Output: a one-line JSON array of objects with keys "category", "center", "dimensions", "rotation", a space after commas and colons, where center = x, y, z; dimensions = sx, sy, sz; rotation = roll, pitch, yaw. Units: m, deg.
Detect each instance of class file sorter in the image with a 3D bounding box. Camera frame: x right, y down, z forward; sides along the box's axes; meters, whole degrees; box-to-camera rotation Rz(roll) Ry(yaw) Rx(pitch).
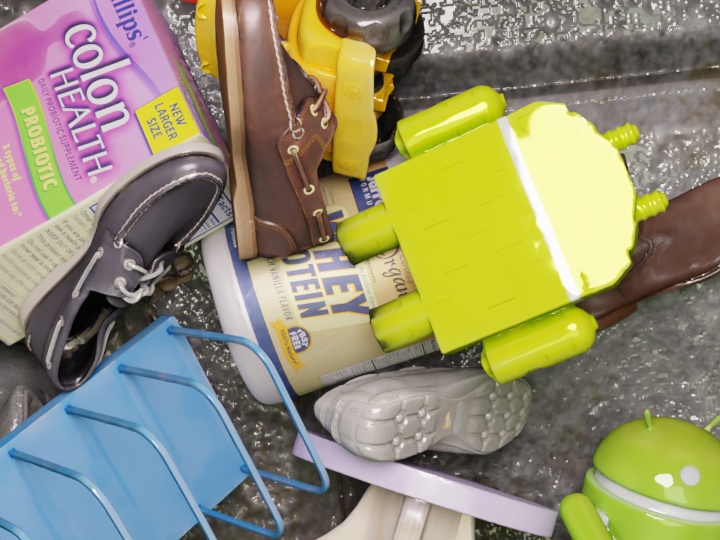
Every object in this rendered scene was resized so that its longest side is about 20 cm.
[{"category": "file sorter", "center": [-0.137, 0.145, 0.771], "dimensions": [0.200, 0.122, 0.139], "rotation": [-40, 118, -33]}]

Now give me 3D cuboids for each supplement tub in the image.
[{"category": "supplement tub", "center": [0.000, 0.000, 0.856], "dimensions": [0.199, 0.144, 0.145], "rotation": [-19, 98, 1]}]

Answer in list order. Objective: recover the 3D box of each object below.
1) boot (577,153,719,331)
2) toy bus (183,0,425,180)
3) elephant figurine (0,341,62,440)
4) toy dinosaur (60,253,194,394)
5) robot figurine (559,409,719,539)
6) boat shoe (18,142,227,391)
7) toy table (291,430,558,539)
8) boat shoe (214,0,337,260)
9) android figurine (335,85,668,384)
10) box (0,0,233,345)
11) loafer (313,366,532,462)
[{"category": "boot", "center": [0.196, -0.046, 0.834], "dimensions": [0.186, 0.200, 0.064], "rotation": [-39, 55, 5]}, {"category": "toy bus", "center": [-0.051, -0.179, 0.803], "dimensions": [0.191, 0.136, 0.201], "rotation": [11, 55, 2]}, {"category": "elephant figurine", "center": [-0.260, 0.137, 0.837], "dimensions": [0.155, 0.200, 0.142], "rotation": [39, 101, -4]}, {"category": "toy dinosaur", "center": [-0.174, 0.075, 0.878], "dimensions": [0.047, 0.200, 0.088], "rotation": [-1, 132, 28]}, {"category": "robot figurine", "center": [0.219, 0.201, 0.903], "dimensions": [0.175, 0.116, 0.201], "rotation": [6, 101, -32]}, {"category": "boat shoe", "center": [-0.144, 0.002, 0.753], "dimensions": [0.200, 0.072, 0.063], "rotation": [-43, 55, 27]}, {"category": "toy table", "center": [0.034, 0.202, 0.882], "dimensions": [0.199, 0.184, 0.118], "rotation": [14, 83, 21]}, {"category": "boat shoe", "center": [-0.049, -0.088, 0.718], "dimensions": [0.070, 0.071, 0.201], "rotation": [-6, 140, -4]}, {"category": "android figurine", "center": [0.089, -0.027, 0.747], "dimensions": [0.199, 0.041, 0.183], "rotation": [-25, 80, 11]}, {"category": "box", "center": [-0.203, -0.081, 0.821], "dimensions": [0.199, 0.097, 0.176], "rotation": [-28, 59, 2]}, {"category": "loafer", "center": [0.052, 0.099, 0.876], "dimensions": [0.199, 0.070, 0.070], "rotation": [5, 101, -47]}]
